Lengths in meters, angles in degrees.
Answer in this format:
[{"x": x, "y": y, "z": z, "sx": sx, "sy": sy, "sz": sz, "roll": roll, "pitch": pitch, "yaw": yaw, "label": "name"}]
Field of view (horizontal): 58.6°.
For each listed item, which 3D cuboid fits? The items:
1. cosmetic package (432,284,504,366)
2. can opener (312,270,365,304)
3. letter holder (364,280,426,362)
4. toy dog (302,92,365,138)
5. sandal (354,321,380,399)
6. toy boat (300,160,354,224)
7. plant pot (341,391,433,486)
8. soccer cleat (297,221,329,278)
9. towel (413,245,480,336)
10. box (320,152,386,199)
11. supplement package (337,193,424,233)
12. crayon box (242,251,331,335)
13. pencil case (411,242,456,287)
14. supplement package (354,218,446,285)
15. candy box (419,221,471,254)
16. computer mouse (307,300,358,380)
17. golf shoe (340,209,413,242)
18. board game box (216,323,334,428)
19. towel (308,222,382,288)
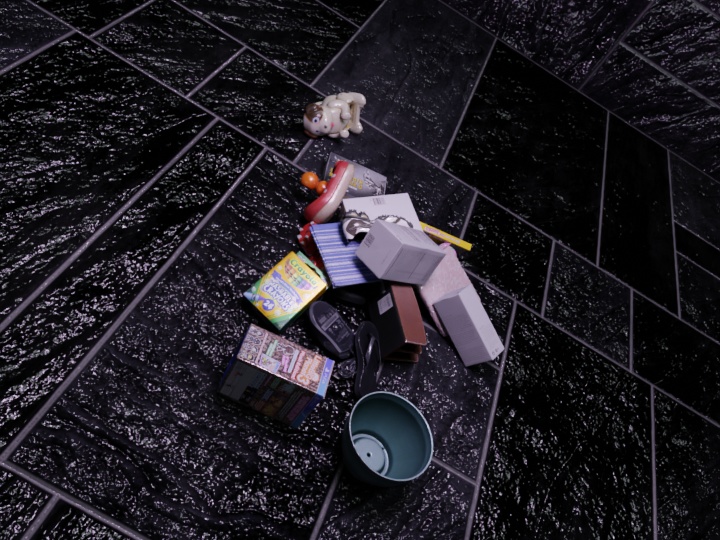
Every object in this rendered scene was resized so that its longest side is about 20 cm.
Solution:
[{"x": 0.293, "y": 0.151, "z": 1.739, "sx": 0.071, "sy": 0.101, "sz": 0.200, "roll": -30, "pitch": 94, "yaw": -43, "label": "cosmetic package"}, {"x": -0.081, "y": 0.053, "z": 1.680, "sx": 0.200, "sy": 0.079, "sz": 0.063, "roll": 15, "pitch": 9, "yaw": -25, "label": "can opener"}, {"x": 0.112, "y": 0.127, "z": 1.673, "sx": 0.142, "sy": 0.101, "sz": 0.200, "roll": 14, "pitch": 51, "yaw": -39, "label": "letter holder"}, {"x": -0.102, "y": -0.505, "z": 2.077, "sx": 0.194, "sy": 0.140, "sz": 0.200, "roll": 33, "pitch": 42, "yaw": 17, "label": "toy dog"}, {"x": 0.026, "y": 0.220, "z": 1.569, "sx": 0.076, "sy": 0.043, "sz": 0.200, "roll": 24, "pitch": 56, "yaw": -41, "label": "sandal"}, {"x": -0.111, "y": -0.232, "z": 1.817, "sx": 0.131, "sy": 0.131, "sz": 0.200, "roll": 28, "pitch": 71, "yaw": -5, "label": "toy boat"}, {"x": 0.040, "y": 0.386, "z": 1.405, "sx": 0.200, "sy": 0.134, "sz": 0.201, "roll": 17, "pitch": 47, "yaw": -19, "label": "plant pot"}, {"x": -0.117, "y": -0.056, "z": 1.741, "sx": 0.085, "sy": 0.069, "sz": 0.200, "roll": 52, "pitch": 9, "yaw": -41, "label": "soccer cleat"}, {"x": 0.241, "y": 0.055, "z": 1.818, "sx": 0.191, "sy": 0.032, "sz": 0.200, "roll": -38, "pitch": 102, "yaw": -38, "label": "towel"}, {"x": -0.022, "y": -0.264, "z": 1.981, "sx": 0.200, "sy": 0.048, "sz": 0.159, "roll": 23, "pitch": 46, "yaw": -13, "label": "box"}, {"x": 0.054, "y": -0.120, "z": 1.826, "sx": 0.200, "sy": 0.111, "sz": 0.156, "roll": -7, "pitch": 56, "yaw": -17, "label": "supplement package"}, {"x": -0.174, "y": 0.044, "z": 1.576, "sx": 0.126, "sy": 0.052, "sz": 0.200, "roll": 43, "pitch": 66, "yaw": 8, "label": "crayon box"}, {"x": 0.200, "y": -0.017, "z": 1.878, "sx": 0.200, "sy": 0.087, "sz": 0.087, "roll": -26, "pitch": 70, "yaw": -40, "label": "pencil case"}, {"x": 0.106, "y": -0.044, "z": 1.649, "sx": 0.200, "sy": 0.114, "sz": 0.110, "roll": 10, "pitch": 30, "yaw": -50, "label": "supplement package"}, {"x": 0.231, "y": -0.101, "z": 1.962, "sx": 0.200, "sy": 0.102, "sz": 0.026, "roll": 23, "pitch": 81, "yaw": -13, "label": "candy box"}, {"x": -0.069, "y": 0.168, "z": 1.590, "sx": 0.200, "sy": 0.053, "sz": 0.138, "roll": 53, "pitch": 43, "yaw": 1, "label": "computer mouse"}, {"x": 0.045, "y": -0.098, "z": 1.692, "sx": 0.200, "sy": 0.078, "sz": 0.095, "roll": 4, "pitch": 60, "yaw": -15, "label": "golf shoe"}, {"x": -0.184, "y": 0.231, "z": 1.383, "sx": 0.200, "sy": 0.160, "sz": 0.097, "roll": 27, "pitch": 44, "yaw": -10, "label": "board game box"}, {"x": -0.041, "y": -0.044, "z": 1.666, "sx": 0.145, "sy": 0.024, "sz": 0.200, "roll": -8, "pitch": 58, "yaw": -27, "label": "towel"}]
